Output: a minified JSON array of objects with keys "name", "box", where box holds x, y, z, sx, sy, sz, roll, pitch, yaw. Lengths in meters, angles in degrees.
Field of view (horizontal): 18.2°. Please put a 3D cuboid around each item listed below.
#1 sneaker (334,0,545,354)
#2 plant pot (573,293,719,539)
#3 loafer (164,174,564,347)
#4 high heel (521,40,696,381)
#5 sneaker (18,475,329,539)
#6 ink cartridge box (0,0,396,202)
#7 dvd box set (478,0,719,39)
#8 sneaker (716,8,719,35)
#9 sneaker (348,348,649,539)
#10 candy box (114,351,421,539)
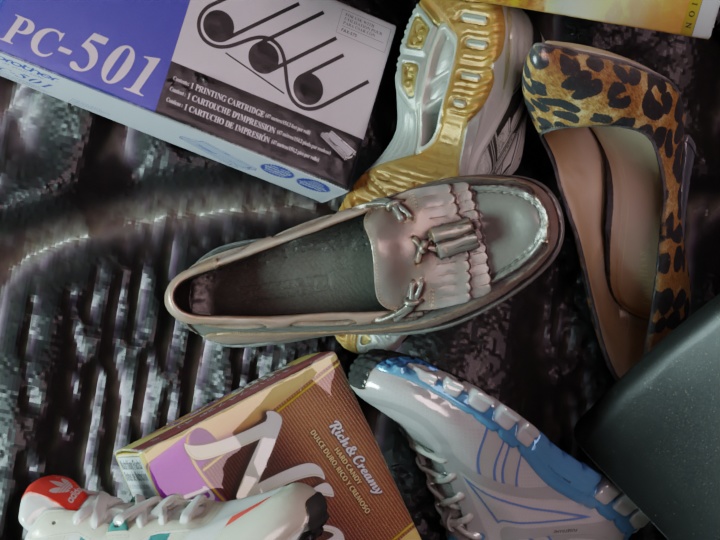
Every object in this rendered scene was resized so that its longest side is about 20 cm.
[{"name":"sneaker","box":[0.048,-0.046,1.167,0.087,0.075,0.201,14,99,-58]},{"name":"plant pot","box":[0.265,0.062,1.120,0.199,0.178,0.200,-28,68,-40]},{"name":"loafer","box":[0.000,0.000,1.094,0.199,0.063,0.072,-14,86,16]},{"name":"high heel","box":[0.126,-0.028,1.154,0.200,0.071,0.144,33,64,-56]},{"name":"sneaker","box":[-0.114,0.131,1.048,0.199,0.070,0.094,-29,88,18]},{"name":"ink cartridge box","box":[-0.088,-0.114,1.137,0.199,0.044,0.095,20,76,-18]},{"name":"dvd box set","box":[0.096,-0.197,1.089,0.199,0.029,0.147,8,115,-15]},{"name":"sneaker","box":[0.230,-0.199,1.256,0.200,0.076,0.116,47,68,-10]},{"name":"sneaker","box":[0.063,0.113,1.145,0.200,0.075,0.087,35,85,-29]},{"name":"candy box","box":[-0.027,0.155,1.126,0.116,0.056,0.201,-25,95,-21]}]
